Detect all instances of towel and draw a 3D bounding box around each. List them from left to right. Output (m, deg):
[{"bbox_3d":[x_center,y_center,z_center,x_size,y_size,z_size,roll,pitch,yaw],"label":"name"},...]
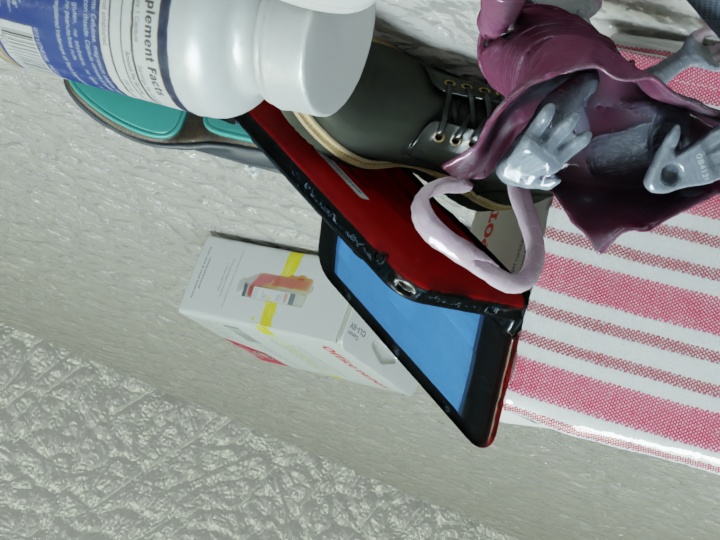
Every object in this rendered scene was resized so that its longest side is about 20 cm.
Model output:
[{"bbox_3d":[0.162,-0.007,0.799,0.146,0.201,0.030,15,-178,23],"label":"towel"}]

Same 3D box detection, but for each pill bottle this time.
[{"bbox_3d":[-0.098,-0.142,0.849,0.199,0.111,0.111,16,166,21],"label":"pill bottle"}]

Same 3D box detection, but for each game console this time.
[{"bbox_3d":[0.000,0.000,0.990,0.172,0.119,0.200,11,-151,-48],"label":"game console"}]

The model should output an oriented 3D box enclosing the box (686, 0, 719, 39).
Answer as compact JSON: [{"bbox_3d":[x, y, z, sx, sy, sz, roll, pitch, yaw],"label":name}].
[{"bbox_3d":[0.212,-0.108,0.635,0.157,0.051,0.200,11,163,42],"label":"box"}]

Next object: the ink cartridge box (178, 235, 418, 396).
[{"bbox_3d":[-0.047,0.043,1.555,0.199,0.084,0.145,11,164,37],"label":"ink cartridge box"}]

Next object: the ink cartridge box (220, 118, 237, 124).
[{"bbox_3d":[-0.156,-0.160,1.016,0.199,0.044,0.094,23,165,-5],"label":"ink cartridge box"}]

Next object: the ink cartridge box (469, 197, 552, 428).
[{"bbox_3d":[0.147,0.026,1.055,0.084,0.146,0.200,28,166,-31],"label":"ink cartridge box"}]

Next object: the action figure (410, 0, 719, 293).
[{"bbox_3d":[0.094,-0.076,0.735,0.134,0.149,0.200,38,-167,-25],"label":"action figure"}]

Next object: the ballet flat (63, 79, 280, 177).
[{"bbox_3d":[-0.105,-0.104,1.109,0.199,0.073,0.073,15,166,15],"label":"ballet flat"}]

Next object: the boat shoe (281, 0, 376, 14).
[{"bbox_3d":[-0.049,-0.178,0.718,0.200,0.071,0.069,31,165,-32],"label":"boat shoe"}]

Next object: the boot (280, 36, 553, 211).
[{"bbox_3d":[0.066,-0.089,0.915,0.199,0.078,0.138,15,169,-40],"label":"boot"}]
